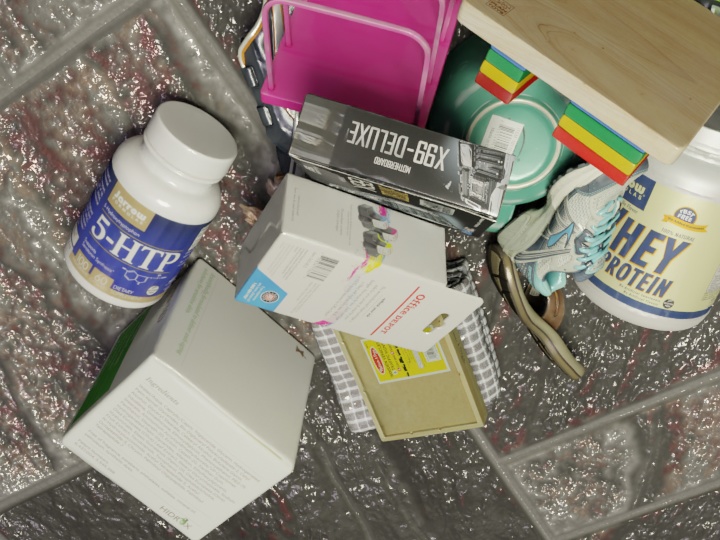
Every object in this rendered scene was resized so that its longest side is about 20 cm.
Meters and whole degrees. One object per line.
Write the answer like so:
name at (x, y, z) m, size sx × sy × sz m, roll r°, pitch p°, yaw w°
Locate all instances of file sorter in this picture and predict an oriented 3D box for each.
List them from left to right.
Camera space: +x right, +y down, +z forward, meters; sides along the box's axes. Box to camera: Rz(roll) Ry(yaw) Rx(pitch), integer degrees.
file sorter at (0.013, -0.234, 0.669) m, size 0.138 × 0.202 × 0.126 m, roll 16°, pitch 155°, yaw 4°

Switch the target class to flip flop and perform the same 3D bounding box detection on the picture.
flip flop at (0.201, 0.040, 0.917) m, size 0.057 × 0.081 × 0.200 m, roll -37°, pitch 113°, yaw 5°

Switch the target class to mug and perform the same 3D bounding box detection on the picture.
mug at (0.148, -0.128, 0.796) m, size 0.151 × 0.115 × 0.186 m, roll -25°, pitch 115°, yaw 18°

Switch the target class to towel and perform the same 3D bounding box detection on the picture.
towel at (0.049, 0.090, 0.951) m, size 0.198 × 0.086 × 0.167 m, roll -15°, pitch 117°, yaw 14°

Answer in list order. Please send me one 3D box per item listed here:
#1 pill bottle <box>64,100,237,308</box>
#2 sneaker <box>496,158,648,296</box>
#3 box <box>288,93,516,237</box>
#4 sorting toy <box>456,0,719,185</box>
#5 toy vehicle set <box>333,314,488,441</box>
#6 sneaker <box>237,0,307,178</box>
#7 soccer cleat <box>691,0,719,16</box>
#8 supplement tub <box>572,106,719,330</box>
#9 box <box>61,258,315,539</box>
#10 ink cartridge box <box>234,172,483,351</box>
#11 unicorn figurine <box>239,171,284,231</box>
pill bottle at (-0.214, -0.069, 0.864) m, size 0.119 × 0.120 × 0.200 m, roll 31°, pitch 118°, yaw -13°
sneaker at (0.210, -0.042, 0.771) m, size 0.087 × 0.077 × 0.200 m, roll 62°, pitch 153°, yaw 14°
box at (0.035, -0.078, 0.674) m, size 0.156 × 0.200 × 0.050 m, roll 17°, pitch 90°, yaw 4°
sorting toy at (0.201, -0.178, 0.691) m, size 0.199 × 0.199 × 0.070 m, roll 38°, pitch 142°, yaw 13°
toy vehicle set at (0.045, 0.085, 0.879) m, size 0.123 × 0.027 × 0.202 m, roll -13°, pitch 111°, yaw 25°
sneaker at (-0.078, -0.188, 0.807) m, size 0.078 × 0.079 × 0.202 m, roll 4°, pitch 110°, yaw -3°
soccer cleat at (0.339, -0.211, 0.764) m, size 0.199 × 0.068 × 0.081 m, roll 38°, pitch 127°, yaw -9°
supplement tub at (0.302, -0.060, 0.804) m, size 0.143 × 0.145 × 0.202 m, roll 13°, pitch 121°, yaw -2°
box at (-0.182, 0.143, 0.937) m, size 0.171 × 0.200 × 0.200 m, roll -38°, pitch 110°, yaw 23°
ink cartridge box at (0.000, 0.000, 0.755) m, size 0.198 × 0.068 × 0.115 m, roll 18°, pitch 142°, yaw -21°
unicorn figurine at (-0.021, -0.044, 0.896) m, size 0.198 × 0.074 × 0.139 m, roll 1°, pitch 122°, yaw 24°
